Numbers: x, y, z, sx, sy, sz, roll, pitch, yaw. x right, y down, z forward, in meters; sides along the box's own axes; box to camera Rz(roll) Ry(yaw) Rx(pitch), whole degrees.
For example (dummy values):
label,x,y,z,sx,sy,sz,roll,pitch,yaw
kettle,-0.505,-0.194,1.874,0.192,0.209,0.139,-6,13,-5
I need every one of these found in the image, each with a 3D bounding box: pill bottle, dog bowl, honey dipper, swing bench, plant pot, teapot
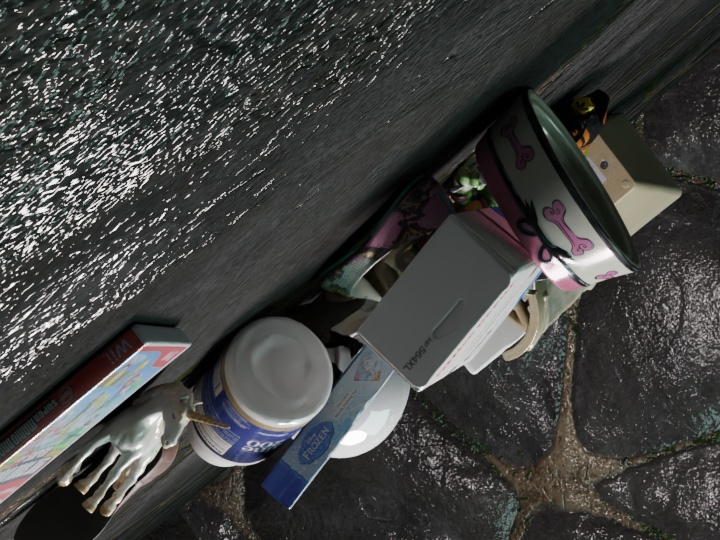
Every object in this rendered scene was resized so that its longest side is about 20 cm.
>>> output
label,x,y,z,sx,sy,sz,roll,pitch,yaw
pill bottle,-0.112,0.133,1.298,0.111,0.111,0.200,-35,174,-33
dog bowl,0.183,-0.069,1.208,0.073,0.202,0.200,-32,177,17
honey dipper,0.000,0.000,1.396,0.038,0.038,0.200,-34,170,-42
swing bench,0.209,-0.031,1.604,0.198,0.200,0.130,-38,174,-41
plant pot,0.438,-0.161,2.342,0.200,0.201,0.176,-41,163,22
teapot,-0.041,0.126,1.555,0.145,0.196,0.202,29,88,-45

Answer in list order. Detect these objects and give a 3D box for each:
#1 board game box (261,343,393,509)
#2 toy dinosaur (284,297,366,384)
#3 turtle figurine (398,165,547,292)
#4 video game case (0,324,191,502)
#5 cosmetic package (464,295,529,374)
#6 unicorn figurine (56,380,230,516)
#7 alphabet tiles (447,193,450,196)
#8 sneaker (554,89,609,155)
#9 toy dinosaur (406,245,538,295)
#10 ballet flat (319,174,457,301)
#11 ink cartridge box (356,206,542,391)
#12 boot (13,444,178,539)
label,x,y,z,sx,sy,sz,roll,pitch,yaw
board game box,-0.020,0.148,1.366,0.200,0.043,0.200,-52,177,2
toy dinosaur,-0.062,0.087,1.406,0.077,0.102,0.201,-48,174,-50
turtle figurine,0.131,-0.032,1.383,0.194,0.198,0.145,-46,141,-27
video game case,-0.212,0.108,0.890,0.199,0.018,0.143,-40,175,1
cosmetic package,0.170,0.029,1.919,0.164,0.201,0.165,-38,175,1
unicorn figurine,-0.202,0.155,1.141,0.138,0.074,0.200,-48,-169,-9
alphabet tiles,0.060,-0.046,1.571,0.166,0.006,0.200,-43,174,32
sneaker,0.242,-0.170,1.537,0.200,0.070,0.091,-33,157,-54
toy dinosaur,0.098,0.013,1.471,0.088,0.198,0.048,-46,142,-30
ballet flat,0.028,-0.014,1.248,0.069,0.071,0.200,-31,171,-46
ink cartridge box,0.095,0.021,1.205,0.147,0.084,0.200,-52,168,14
boot,-0.273,0.234,1.354,0.185,0.065,0.200,-36,179,-8
